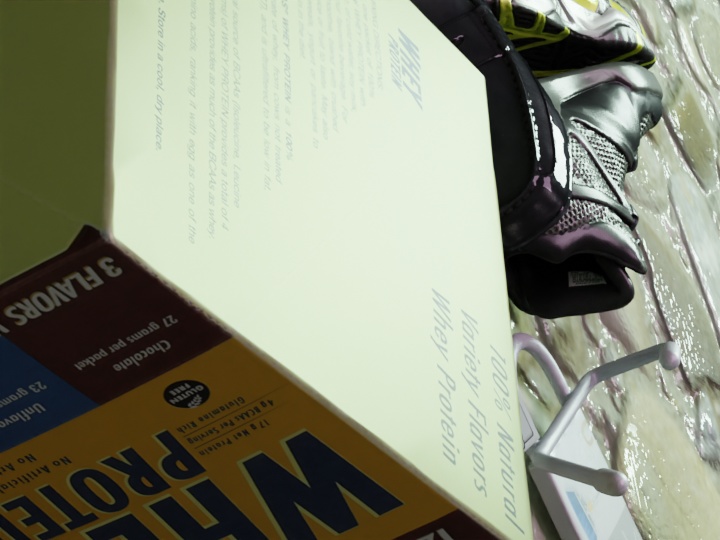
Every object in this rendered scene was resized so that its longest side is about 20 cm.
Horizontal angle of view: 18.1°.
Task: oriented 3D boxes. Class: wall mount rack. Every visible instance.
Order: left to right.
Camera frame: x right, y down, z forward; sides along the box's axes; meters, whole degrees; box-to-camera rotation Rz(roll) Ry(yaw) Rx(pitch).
[{"bbox_3d":[0.126,0.119,1.000,0.201,0.074,0.174,64,25,-10],"label":"wall mount rack"}]

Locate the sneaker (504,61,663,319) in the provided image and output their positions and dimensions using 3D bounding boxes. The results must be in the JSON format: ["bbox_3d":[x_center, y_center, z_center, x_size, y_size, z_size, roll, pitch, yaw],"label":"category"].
[{"bbox_3d":[0.103,-0.038,1.097,0.199,0.076,0.115,-24,92,-61],"label":"sneaker"}]

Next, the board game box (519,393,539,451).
[{"bbox_3d":[0.000,0.000,0.910,0.201,0.034,0.126,65,25,-3],"label":"board game box"}]

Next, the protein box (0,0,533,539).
[{"bbox_3d":[-0.062,-0.012,0.687,0.200,0.134,0.200,40,36,-42],"label":"protein box"}]

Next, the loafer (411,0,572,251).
[{"bbox_3d":[0.033,-0.087,0.978,0.070,0.068,0.201,42,17,-43],"label":"loafer"}]

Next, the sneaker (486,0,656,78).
[{"bbox_3d":[0.091,-0.139,1.156,0.200,0.075,0.077,19,53,-59],"label":"sneaker"}]
